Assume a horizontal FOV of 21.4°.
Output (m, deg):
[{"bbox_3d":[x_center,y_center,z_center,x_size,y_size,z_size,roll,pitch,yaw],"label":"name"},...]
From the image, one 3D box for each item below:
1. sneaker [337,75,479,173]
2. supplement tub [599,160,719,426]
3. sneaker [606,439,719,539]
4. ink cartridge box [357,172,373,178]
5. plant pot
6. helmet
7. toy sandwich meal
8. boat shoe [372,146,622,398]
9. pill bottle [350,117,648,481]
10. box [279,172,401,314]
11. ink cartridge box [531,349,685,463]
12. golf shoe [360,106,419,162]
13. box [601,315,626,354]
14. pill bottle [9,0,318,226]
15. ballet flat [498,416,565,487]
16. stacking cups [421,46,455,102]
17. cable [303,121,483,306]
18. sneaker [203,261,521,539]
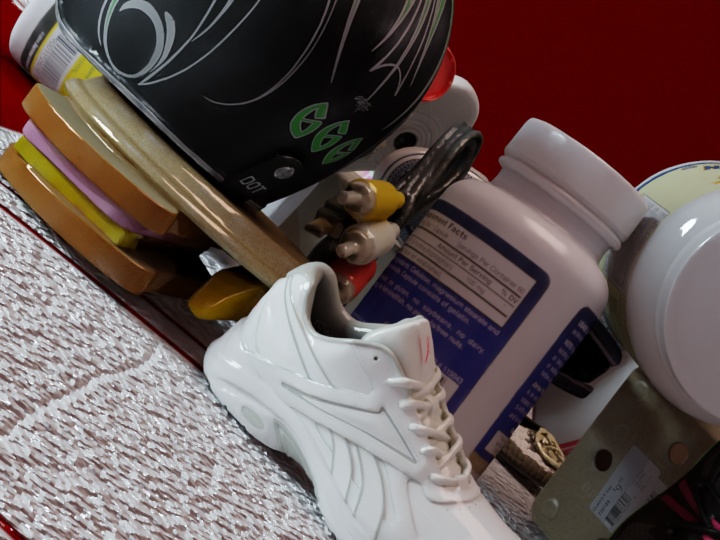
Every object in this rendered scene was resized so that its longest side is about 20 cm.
[{"bbox_3d":[-0.025,-0.117,1.320,0.112,0.199,0.073,-107,180,-50],"label":"sneaker"},{"bbox_3d":[0.225,0.014,1.153,0.145,0.145,0.200,42,6,-8],"label":"supplement tub"},{"bbox_3d":[0.204,0.149,1.110,0.077,0.200,0.084,41,-26,4],"label":"sneaker"},{"bbox_3d":[0.004,-0.054,1.520,0.059,0.104,0.200,39,10,-34],"label":"ink cartridge box"},{"bbox_3d":[0.239,0.169,1.292,0.177,0.200,0.200,16,26,-46],"label":"plant pot"},{"bbox_3d":[-0.044,-0.150,1.016,0.200,0.191,0.200,44,3,-2],"label":"helmet"},{"bbox_3d":[-0.105,-0.027,1.028,0.205,0.070,0.205,43,2,-2],"label":"toy sandwich meal"},{"bbox_3d":[0.093,0.000,1.229,0.200,0.075,0.093,40,5,-17],"label":"boat shoe"},{"bbox_3d":[0.076,0.016,1.125,0.120,0.200,0.120,38,-2,1],"label":"pill bottle"},{"bbox_3d":[0.000,0.000,1.322,0.095,0.078,0.200,36,11,-39],"label":"box"},{"bbox_3d":[0.250,0.141,1.526,0.200,0.145,0.085,38,45,-40],"label":"ink cartridge box"},{"bbox_3d":[-0.039,-0.156,1.183,0.097,0.078,0.200,23,22,-41],"label":"golf shoe"},{"bbox_3d":[0.181,0.050,1.501,0.199,0.137,0.040,12,59,-14],"label":"box"},{"bbox_3d":[-0.116,-0.109,1.205,0.200,0.111,0.111,45,8,2],"label":"pill bottle"},{"bbox_3d":[0.094,0.088,1.439,0.200,0.046,0.067,49,10,30],"label":"ballet flat"},{"bbox_3d":[-0.011,-0.150,1.266,0.060,0.061,0.200,36,-2,-42],"label":"stacking cups"},{"bbox_3d":[0.024,-0.027,1.142,0.050,0.098,0.200,27,28,24],"label":"cable"},{"bbox_3d":[0.014,0.075,0.928,0.200,0.100,0.078,43,23,15],"label":"sneaker"}]
